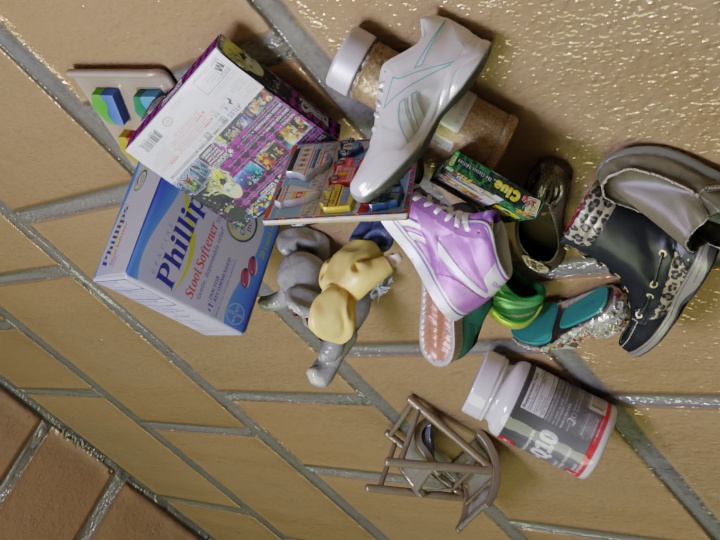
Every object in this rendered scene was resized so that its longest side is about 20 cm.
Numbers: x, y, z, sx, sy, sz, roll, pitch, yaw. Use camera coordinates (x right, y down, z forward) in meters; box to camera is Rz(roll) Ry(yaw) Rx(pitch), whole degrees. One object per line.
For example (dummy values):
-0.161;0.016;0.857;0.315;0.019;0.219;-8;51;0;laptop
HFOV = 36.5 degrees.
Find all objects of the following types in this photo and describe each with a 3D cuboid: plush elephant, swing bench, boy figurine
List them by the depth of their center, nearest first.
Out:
0.000;0.000;1.349;0.123;0.202;0.064;-8;136;45;boy figurine
-0.067;0.036;1.527;0.154;0.166;0.200;26;127;-24;plush elephant
0.132;0.339;1.882;0.198;0.131;0.199;23;152;-1;swing bench

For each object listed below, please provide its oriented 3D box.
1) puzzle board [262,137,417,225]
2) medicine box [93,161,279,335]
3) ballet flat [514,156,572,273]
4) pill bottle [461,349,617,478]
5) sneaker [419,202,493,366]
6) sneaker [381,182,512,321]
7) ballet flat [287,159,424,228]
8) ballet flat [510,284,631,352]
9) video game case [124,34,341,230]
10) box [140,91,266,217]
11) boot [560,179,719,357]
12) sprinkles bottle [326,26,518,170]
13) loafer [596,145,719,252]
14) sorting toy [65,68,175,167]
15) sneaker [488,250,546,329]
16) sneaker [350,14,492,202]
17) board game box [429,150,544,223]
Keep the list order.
-0.015;-0.102;1.167;0.148;0.201;0.018;-2;118;8;puzzle board
-0.231;-0.032;1.484;0.199;0.184;0.102;30;160;-35;medicine box
0.204;-0.051;1.233;0.067;0.047;0.201;22;152;14;ballet flat
0.250;0.200;1.541;0.198;0.115;0.114;26;153;6;pill bottle
0.119;0.011;1.291;0.071;0.079;0.203;24;118;34;sneaker
0.095;-0.059;1.203;0.114;0.072;0.202;-38;84;31;sneaker
-0.007;-0.100;1.317;0.197;0.069;0.068;-14;172;23;ballet flat
0.266;0.070;1.356;0.063;0.076;0.199;30;156;-21;ballet flat
-0.152;-0.156;1.291;0.180;0.036;0.200;34;129;-22;video game case
-0.155;-0.156;1.375;0.160;0.050;0.200;-11;134;40;box
0.289;-0.002;1.202;0.152;0.074;0.205;27;141;6;boot
0.064;-0.176;1.132;0.198;0.069;0.068;29;153;-1;sprinkles bottle
0.324;-0.063;1.072;0.198;0.070;0.076;18;151;20;loafer
-0.287;-0.194;1.472;0.183;0.037;0.201;8;146;35;sorting toy
0.146;-0.010;1.351;0.199;0.074;0.084;33;132;-7;sneaker
0.044;-0.158;1.072;0.080;0.201;0.070;35;-179;4;sneaker
0.131;-0.086;1.177;0.104;0.024;0.200;28;180;-1;board game box
